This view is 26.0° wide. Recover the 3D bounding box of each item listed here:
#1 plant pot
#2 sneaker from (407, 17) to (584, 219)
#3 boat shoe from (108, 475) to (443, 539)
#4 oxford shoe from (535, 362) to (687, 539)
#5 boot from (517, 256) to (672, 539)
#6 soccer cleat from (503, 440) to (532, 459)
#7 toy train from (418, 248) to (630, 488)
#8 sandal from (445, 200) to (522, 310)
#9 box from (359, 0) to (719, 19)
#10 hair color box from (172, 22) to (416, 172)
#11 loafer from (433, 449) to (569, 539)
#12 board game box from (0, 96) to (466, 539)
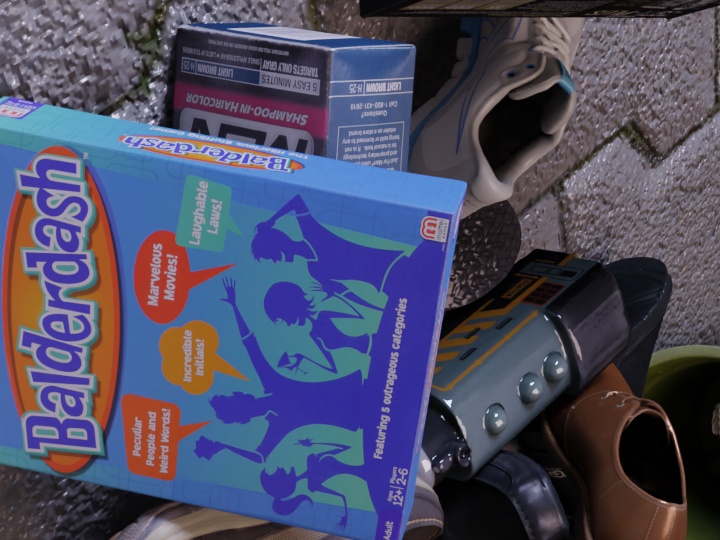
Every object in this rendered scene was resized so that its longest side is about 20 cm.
[{"bbox_3d":[0.290,0.141,1.178,0.190,0.200,0.201,-13,121,-60],"label":"plant pot"},{"bbox_3d":[0.089,-0.102,0.826,0.075,0.087,0.200,41,61,-28],"label":"sneaker"},{"bbox_3d":[-0.033,0.143,0.735,0.200,0.074,0.074,-3,151,-43],"label":"boat shoe"},{"bbox_3d":[0.148,0.093,0.869,0.071,0.200,0.071,12,118,-13],"label":"oxford shoe"},{"bbox_3d":[0.171,0.109,1.038,0.198,0.073,0.163,-54,130,-41],"label":"boot"},{"bbox_3d":[0.119,0.170,1.063,0.200,0.070,0.087,42,66,-55],"label":"soccer cleat"},{"bbox_3d":[0.061,0.054,0.877,0.200,0.114,0.085,-36,119,-35],"label":"toy train"},{"bbox_3d":[0.000,0.000,0.843,0.200,0.045,0.075,-23,103,-26],"label":"sandal"},{"bbox_3d":[0.120,-0.174,0.731,0.199,0.164,0.086,-5,90,-29],"label":"box"},{"bbox_3d":[-0.036,-0.009,0.720,0.060,0.100,0.201,-11,109,-48],"label":"hair color box"},{"bbox_3d":[0.055,0.146,0.890,0.070,0.200,0.068,-22,88,-22],"label":"loafer"},{"bbox_3d":[-0.067,0.022,0.649,0.045,0.199,0.153,-62,161,-67],"label":"board game box"}]
